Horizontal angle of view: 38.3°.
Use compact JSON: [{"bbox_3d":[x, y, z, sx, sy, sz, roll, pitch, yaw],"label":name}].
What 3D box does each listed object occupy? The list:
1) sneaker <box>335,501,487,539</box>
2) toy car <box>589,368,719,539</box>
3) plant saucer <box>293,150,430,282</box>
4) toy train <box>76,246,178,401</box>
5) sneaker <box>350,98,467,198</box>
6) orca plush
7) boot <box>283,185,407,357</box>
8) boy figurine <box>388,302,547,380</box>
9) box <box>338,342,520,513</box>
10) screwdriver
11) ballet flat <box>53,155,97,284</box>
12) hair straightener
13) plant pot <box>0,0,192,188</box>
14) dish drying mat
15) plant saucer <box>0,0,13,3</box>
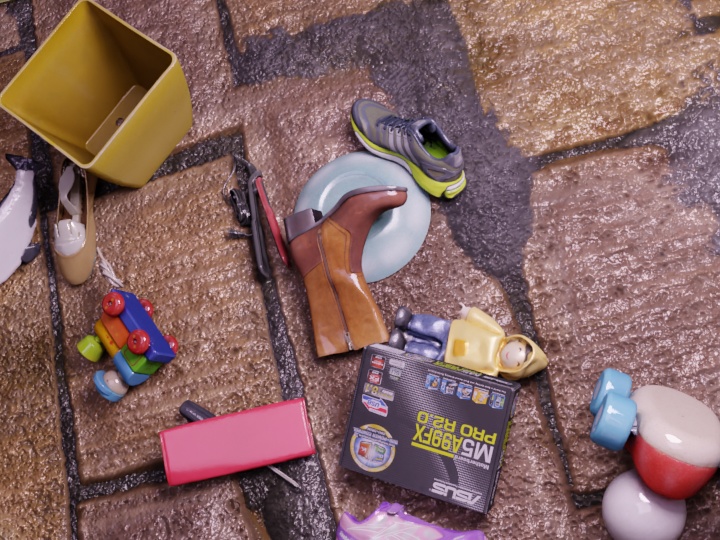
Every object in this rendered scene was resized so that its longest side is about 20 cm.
[{"bbox_3d":[0.054,0.324,1.268,0.199,0.081,0.089,-8,62,13],"label":"sneaker"},{"bbox_3d":[0.336,0.247,1.201,0.184,0.177,0.201,21,105,7],"label":"toy car"},{"bbox_3d":[-0.003,-0.082,1.442,0.200,0.039,0.202,-4,71,13],"label":"plant saucer"},{"bbox_3d":[-0.355,0.078,1.461,0.116,0.085,0.200,-44,66,11],"label":"toy train"},{"bbox_3d":[0.069,-0.186,1.428,0.200,0.081,0.074,36,58,19],"label":"sneaker"},{"bbox_3d":[-0.537,-0.075,1.558,0.071,0.105,0.201,15,100,57],"label":"orca plush"},{"bbox_3d":[0.000,0.000,1.366,0.187,0.068,0.201,-19,82,15],"label":"boot"},{"bbox_3d":[0.137,0.106,1.328,0.199,0.064,0.125,13,72,21],"label":"boy figurine"},{"bbox_3d":[0.085,0.193,1.292,0.199,0.044,0.161,15,96,19],"label":"box"},{"bbox_3d":[-0.159,0.230,1.386,0.199,0.028,0.029,27,51,15],"label":"screwdriver"},{"bbox_3d":[-0.430,-0.080,1.538,0.068,0.063,0.201,-8,70,12],"label":"ballet flat"},{"bbox_3d":[-0.161,-0.077,1.479,0.077,0.041,0.201,-23,67,6],"label":"hair straightener"},{"bbox_3d":[-0.361,-0.234,1.512,0.200,0.176,0.200,35,82,22],"label":"plant pot"},{"bbox_3d":[-0.162,0.226,1.366,0.199,0.018,0.077,-13,75,2],"label":"dish drying mat"},{"bbox_3d":[-0.594,-0.531,1.755,0.199,0.031,0.201,-4,70,12],"label":"plant saucer"}]
